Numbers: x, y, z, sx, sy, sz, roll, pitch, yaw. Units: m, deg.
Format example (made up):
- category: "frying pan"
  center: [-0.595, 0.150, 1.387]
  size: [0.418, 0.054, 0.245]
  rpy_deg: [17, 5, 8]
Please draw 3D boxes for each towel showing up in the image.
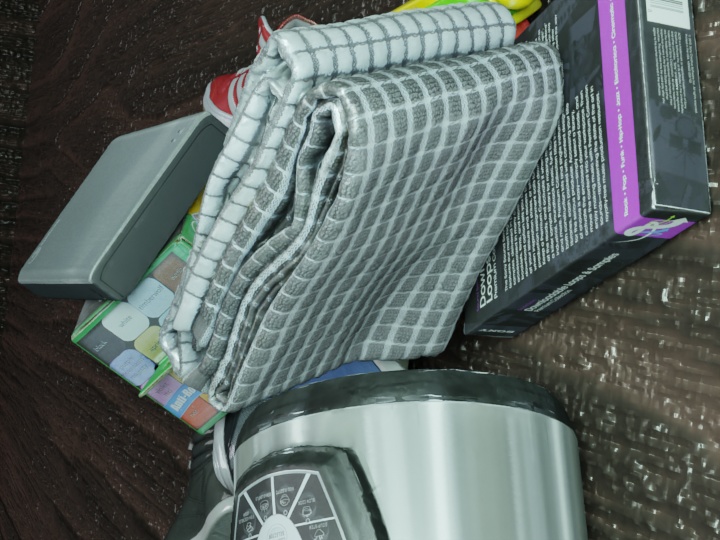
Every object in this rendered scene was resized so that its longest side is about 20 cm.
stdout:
- category: "towel"
  center: [0.001, -0.026, 0.738]
  size: [0.086, 0.165, 0.200]
  rpy_deg: [43, 129, 23]

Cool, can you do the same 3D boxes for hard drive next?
- category: "hard drive"
  center: [-0.171, -0.042, 1.088]
  size: [0.140, 0.033, 0.200]
  rpy_deg: [-58, 21, -15]

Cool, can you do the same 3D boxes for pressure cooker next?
- category: "pressure cooker"
  center: [0.028, 0.162, 0.719]
  size: [0.176, 0.178, 0.201]
  rpy_deg: [92, 176, -68]

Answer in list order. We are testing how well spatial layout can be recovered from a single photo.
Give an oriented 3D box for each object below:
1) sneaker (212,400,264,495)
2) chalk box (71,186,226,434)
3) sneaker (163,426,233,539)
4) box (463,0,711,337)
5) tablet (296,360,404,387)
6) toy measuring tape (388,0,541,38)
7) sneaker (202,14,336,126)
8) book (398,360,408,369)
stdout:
- category: "sneaker"
  center: [-0.051, 0.160, 1.076]
  size: [0.114, 0.075, 0.201]
  rpy_deg: [146, 122, -63]
- category: "chalk box"
  center: [-0.113, 0.019, 1.090]
  size: [0.124, 0.124, 0.200]
  rpy_deg: [-40, 24, 27]
- category: "sneaker"
  center: [-0.125, 0.195, 1.274]
  size: [0.200, 0.071, 0.099]
  rpy_deg: [-51, 36, 47]
- category: "box"
  center: [0.104, -0.061, 0.770]
  size: [0.200, 0.036, 0.143]
  rpy_deg: [141, 132, -61]
- category: "tablet"
  center: [-0.003, 0.090, 0.932]
  size: [0.130, 0.014, 0.200]
  rpy_deg: [51, 157, -5]
- category: "toy measuring tape"
  center: [0.047, -0.144, 0.880]
  size: [0.200, 0.073, 0.074]
  rpy_deg: [-13, 72, 62]
- category: "sneaker"
  center: [-0.069, -0.157, 1.211]
  size: [0.200, 0.071, 0.113]
  rpy_deg: [39, 125, 57]
- category: "book"
  center: [0.000, 0.000, 1.029]
  size: [0.134, 0.048, 0.201]
  rpy_deg: [144, 129, -71]
